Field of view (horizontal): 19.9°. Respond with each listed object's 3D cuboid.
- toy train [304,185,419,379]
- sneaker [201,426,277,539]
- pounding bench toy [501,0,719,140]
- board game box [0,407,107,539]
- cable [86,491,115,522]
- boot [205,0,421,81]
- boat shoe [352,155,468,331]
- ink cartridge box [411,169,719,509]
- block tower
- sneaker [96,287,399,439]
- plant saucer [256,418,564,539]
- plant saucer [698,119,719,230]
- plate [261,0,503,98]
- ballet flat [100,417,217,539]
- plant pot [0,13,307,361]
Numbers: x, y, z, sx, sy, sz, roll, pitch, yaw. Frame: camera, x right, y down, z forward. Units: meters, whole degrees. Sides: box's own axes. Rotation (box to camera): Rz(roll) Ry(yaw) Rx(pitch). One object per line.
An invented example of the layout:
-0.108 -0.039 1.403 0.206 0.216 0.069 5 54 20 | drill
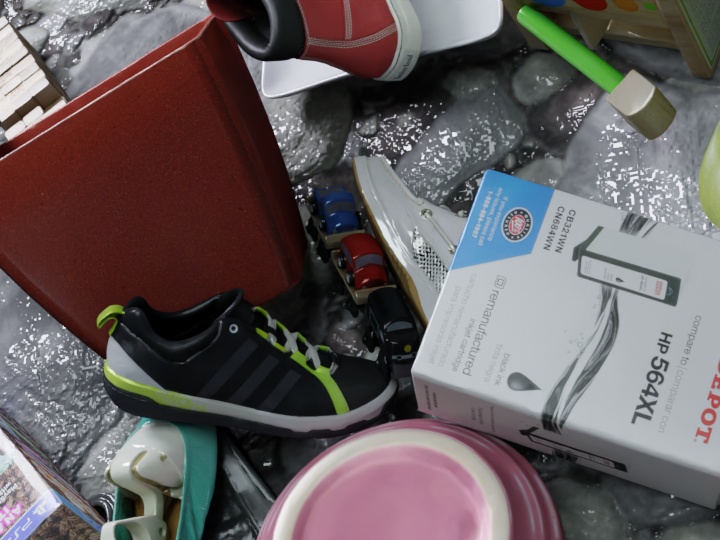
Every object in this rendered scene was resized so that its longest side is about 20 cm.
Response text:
0.000 0.000 1.383 0.034 0.046 0.200 -10 37 -14 | toy train
-0.102 0.173 1.358 0.104 0.060 0.200 -38 58 -3 | sneaker
0.159 -0.193 1.392 0.156 0.124 0.200 12 70 30 | pounding bench toy
-0.269 0.187 1.385 0.159 0.097 0.200 -47 43 -4 | board game box
-0.166 0.246 1.375 0.097 0.050 0.200 -41 41 18 | cable
-0.055 -0.217 1.446 0.072 0.144 0.200 -59 41 36 | boot
0.056 -0.008 1.381 0.069 0.071 0.200 -27 57 -2 | boat shoe
0.150 0.041 1.259 0.200 0.084 0.146 17 72 11 | ink cartridge box
-0.241 -0.109 1.579 0.054 0.058 0.200 -39 53 2 | block tower
-0.070 0.055 1.317 0.200 0.083 0.072 4 23 -11 | sneaker
0.023 0.174 1.252 0.200 0.051 0.201 -9 54 13 | plant saucer
0.300 -0.092 1.281 0.200 0.031 0.200 -23 33 16 | plant saucer
0.021 -0.228 1.521 0.199 0.032 0.200 -13 59 27 | plate
-0.133 0.156 1.307 0.067 0.070 0.200 -10 62 27 | ballet flat
-0.140 -0.043 1.397 0.200 0.200 0.176 -30 100 7 | plant pot
